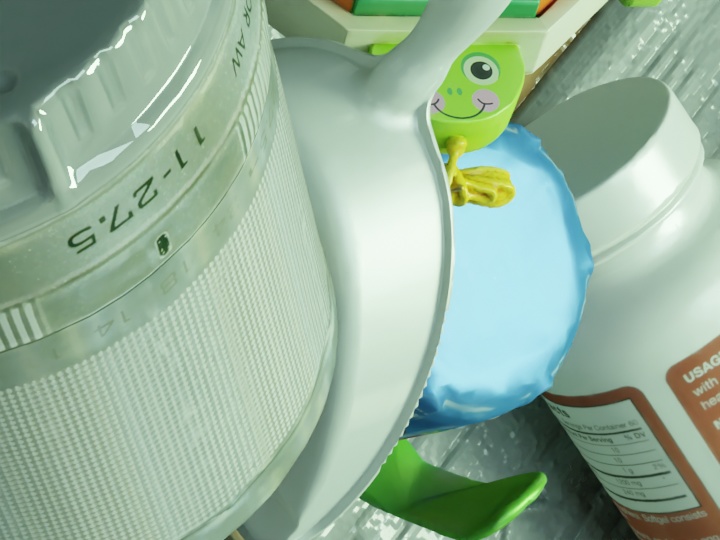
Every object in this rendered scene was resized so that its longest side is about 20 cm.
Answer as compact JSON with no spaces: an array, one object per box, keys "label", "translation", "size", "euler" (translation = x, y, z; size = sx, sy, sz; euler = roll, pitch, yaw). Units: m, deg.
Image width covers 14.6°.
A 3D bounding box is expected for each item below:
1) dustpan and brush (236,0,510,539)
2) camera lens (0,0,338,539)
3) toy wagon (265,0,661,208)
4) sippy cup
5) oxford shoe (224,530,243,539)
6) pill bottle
[{"label":"dustpan and brush","translation":[-0.007,-0.032,0.812],"size":[0.057,0.200,0.140],"euler":[-17,59,-43]},{"label":"camera lens","translation":[-0.095,-0.021,0.703],"size":[0.160,0.160,0.200],"euler":[-54,153,-26]},{"label":"toy wagon","translation":[0.020,-0.110,0.877],"size":[0.155,0.040,0.200],"euler":[-1,56,-13]},{"label":"sippy cup","translation":[0.000,0.000,0.917],"size":[0.178,0.130,0.140],"euler":[25,73,-34]},{"label":"oxford shoe","translation":[-0.087,0.061,0.885],"size":[0.071,0.071,0.200],"euler":[-31,114,12]},{"label":"pill bottle","translation":[0.125,0.033,1.024],"size":[0.112,0.112,0.200],"euler":[-48,116,-29]}]
